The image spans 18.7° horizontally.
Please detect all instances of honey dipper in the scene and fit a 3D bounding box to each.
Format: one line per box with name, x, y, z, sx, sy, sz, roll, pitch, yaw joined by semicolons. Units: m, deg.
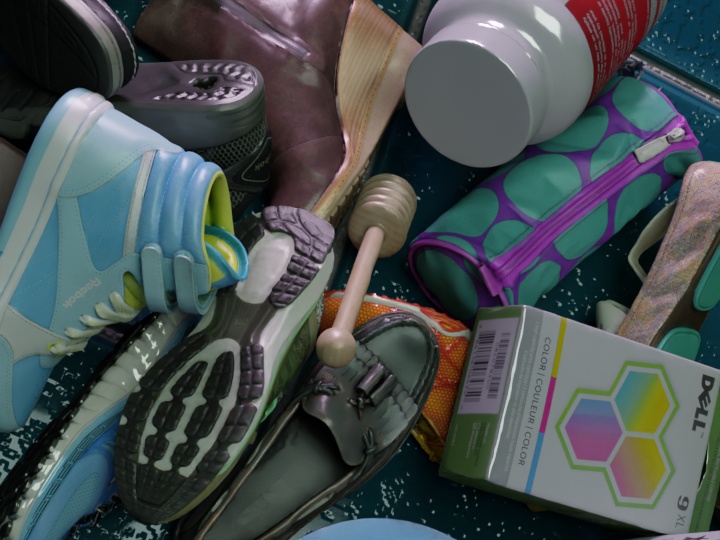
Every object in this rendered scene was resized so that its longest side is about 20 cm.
honey dipper;0.000;0.000;1.275;0.038;0.038;0.200;37;27;-8

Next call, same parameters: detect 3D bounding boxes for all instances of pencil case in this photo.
pencil case;0.124;-0.042;1.370;0.200;0.092;0.085;-40;104;-25

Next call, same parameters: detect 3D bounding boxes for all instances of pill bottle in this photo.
pill bottle;0.108;-0.148;1.354;0.112;0.112;0.200;45;43;-4

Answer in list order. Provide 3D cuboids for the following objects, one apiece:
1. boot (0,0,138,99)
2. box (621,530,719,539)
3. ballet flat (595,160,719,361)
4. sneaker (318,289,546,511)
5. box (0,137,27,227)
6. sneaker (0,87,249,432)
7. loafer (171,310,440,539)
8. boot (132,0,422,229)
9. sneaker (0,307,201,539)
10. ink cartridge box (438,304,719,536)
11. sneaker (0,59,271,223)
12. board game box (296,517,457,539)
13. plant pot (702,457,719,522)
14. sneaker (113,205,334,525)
boot;-0.148;-0.179;1.269;0.153;0.074;0.203;-24;42;-30
box;0.170;0.268;1.201;0.199;0.130;0.202;-27;105;-59
ballet flat;0.189;0.021;1.381;0.068;0.067;0.201;23;98;-56
sneaker;0.051;0.077;1.316;0.199;0.073;0.077;32;71;-8
box;-0.282;-0.061;1.223;0.199;0.075;0.100;35;64;-7
sneaker;-0.135;0.016;1.184;0.130;0.080;0.201;23;106;6
loafer;-0.025;0.105;1.246;0.072;0.063;0.200;44;85;-2
boot;-0.068;-0.101;1.337;0.166;0.072;0.201;28;66;1
sneaker;-0.133;0.110;1.228;0.090;0.078;0.200;43;64;-8
ink cartridge box;0.152;0.098;1.297;0.199;0.059;0.105;19;79;-25
sneaker;-0.141;-0.063;1.260;0.198;0.115;0.076;4;35;19
board game box;0.007;0.247;1.266;0.157;0.039;0.202;-7;74;-17
plant pot;0.342;0.125;1.354;0.200;0.199;0.181;47;69;-3
sneaker;-0.064;0.066;1.222;0.076;0.089;0.201;18;62;27
